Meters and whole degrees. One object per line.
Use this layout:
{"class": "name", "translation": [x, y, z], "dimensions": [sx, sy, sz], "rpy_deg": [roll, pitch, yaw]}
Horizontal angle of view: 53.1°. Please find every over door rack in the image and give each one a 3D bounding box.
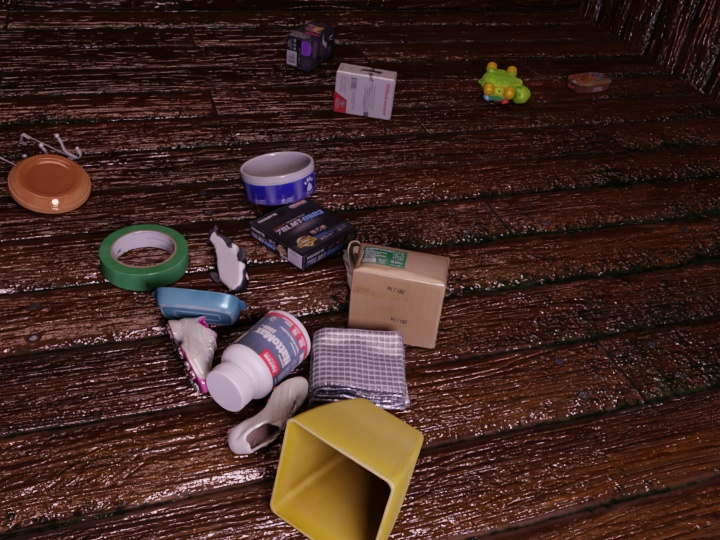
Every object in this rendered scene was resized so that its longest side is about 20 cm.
{"class": "over door rack", "translation": [-0.891, -0.323, 1.966], "dimensions": [0.198, 0.067, 0.148], "rpy_deg": [16, 37, 11]}

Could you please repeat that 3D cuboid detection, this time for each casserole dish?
{"class": "casserole dish", "translation": [-0.340, 0.078, 1.510], "dimensions": [0.198, 0.121, 0.039], "rpy_deg": [7, 67, -3]}

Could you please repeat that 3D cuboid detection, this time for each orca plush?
{"class": "orca plush", "translation": [-0.304, -0.015, 1.692], "dimensions": [0.200, 0.071, 0.106], "rpy_deg": [38, 91, 39]}

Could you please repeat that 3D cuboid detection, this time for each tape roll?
{"class": "tape roll", "translation": [-0.501, -0.033, 1.671], "dimensions": [0.198, 0.048, 0.201], "rpy_deg": [5, 38, -4]}

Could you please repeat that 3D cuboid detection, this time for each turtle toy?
{"class": "turtle toy", "translation": [0.526, -0.667, 2.634], "dimensions": [0.198, 0.101, 0.147], "rpy_deg": [13, 60, 2]}

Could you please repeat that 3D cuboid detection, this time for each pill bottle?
{"class": "pill bottle", "translation": [-0.198, 0.176, 1.393], "dimensions": [0.119, 0.120, 0.200], "rpy_deg": [24, 41, 21]}

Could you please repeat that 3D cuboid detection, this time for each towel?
{"class": "towel", "translation": [-0.002, 0.195, 1.432], "dimensions": [0.198, 0.086, 0.166], "rpy_deg": [4, 38, -6]}

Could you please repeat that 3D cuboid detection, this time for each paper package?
{"class": "paper package", "translation": [0.080, 0.054, 1.542], "dimensions": [0.198, 0.192, 0.104], "rpy_deg": [9, 37, 4]}

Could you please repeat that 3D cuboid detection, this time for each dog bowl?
{"class": "dog bowl", "translation": [-0.220, -0.251, 1.942], "dimensions": [0.198, 0.079, 0.201], "rpy_deg": [-5, 29, 3]}

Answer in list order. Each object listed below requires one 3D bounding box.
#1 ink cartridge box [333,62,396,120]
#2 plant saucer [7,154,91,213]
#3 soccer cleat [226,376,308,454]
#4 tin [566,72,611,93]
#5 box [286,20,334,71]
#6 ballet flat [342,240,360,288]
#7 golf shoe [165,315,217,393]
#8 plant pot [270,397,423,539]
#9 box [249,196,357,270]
{"class": "ink cartridge box", "translation": [0.017, -0.602, 2.424], "dimensions": [0.198, 0.145, 0.084], "rpy_deg": [11, 37, 4]}
{"class": "plant saucer", "translation": [-0.793, -0.230, 1.841], "dimensions": [0.198, 0.038, 0.201], "rpy_deg": [13, 47, -14]}
{"class": "soccer cleat", "translation": [-0.155, 0.268, 1.316], "dimensions": [0.077, 0.070, 0.200], "rpy_deg": [3, 32, 45]}
{"class": "tin", "translation": [0.906, -0.744, 2.858], "dimensions": [0.198, 0.042, 0.112], "rpy_deg": [-14, 38, -26]}
{"class": "box", "translation": [-0.189, -0.852, 2.733], "dimensions": [0.105, 0.123, 0.200], "rpy_deg": [20, 38, 18]}
{"class": "ballet flat", "translation": [0.000, 0.000, 1.703], "dimensions": [0.069, 0.070, 0.201], "rpy_deg": [-4, 39, -15]}
{"class": "golf shoe", "translation": [-0.319, 0.157, 1.429], "dimensions": [0.091, 0.076, 0.200], "rpy_deg": [-18, 45, -21]}
{"class": "plant pot", "translation": [-0.005, 0.328, 1.183], "dimensions": [0.199, 0.202, 0.176], "rpy_deg": [27, 30, 24]}
{"class": "box", "translation": [-0.143, -0.098, 1.822], "dimensions": [0.198, 0.050, 0.199], "rpy_deg": [34, 44, 29]}
